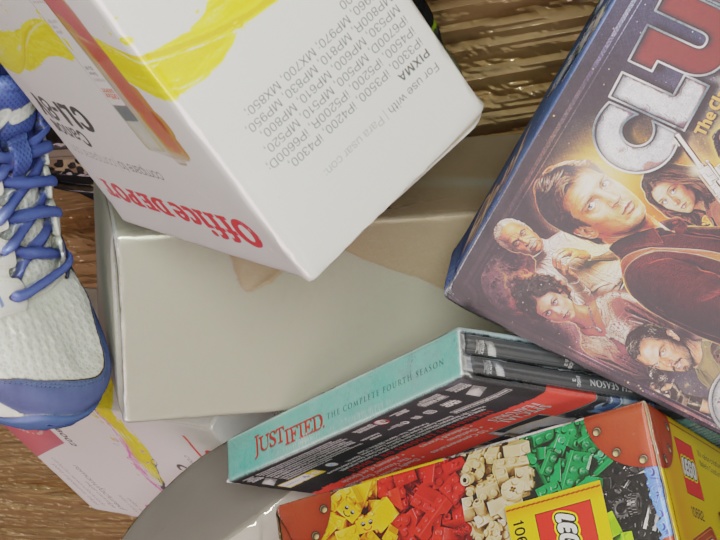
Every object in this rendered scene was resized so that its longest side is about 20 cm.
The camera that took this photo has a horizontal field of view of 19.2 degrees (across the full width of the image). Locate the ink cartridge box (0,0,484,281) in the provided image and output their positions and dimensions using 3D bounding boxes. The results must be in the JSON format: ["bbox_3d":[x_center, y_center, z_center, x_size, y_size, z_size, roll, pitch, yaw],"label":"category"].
[{"bbox_3d":[-0.073,-0.102,0.645,0.200,0.083,0.145,53,163,-26],"label":"ink cartridge box"}]

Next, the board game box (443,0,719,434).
[{"bbox_3d":[0.130,-0.044,0.684,0.135,0.035,0.200,26,122,-4],"label":"board game box"}]

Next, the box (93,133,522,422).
[{"bbox_3d":[0.000,0.000,0.825,0.200,0.078,0.095,-4,-158,-12],"label":"box"}]

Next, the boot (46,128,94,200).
[{"bbox_3d":[-0.109,-0.046,0.934,0.200,0.073,0.151,2,153,17],"label":"boot"}]

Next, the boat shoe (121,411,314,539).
[{"bbox_3d":[-0.002,0.101,0.905,0.093,0.200,0.075,58,176,-27],"label":"boat shoe"}]

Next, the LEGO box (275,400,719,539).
[{"bbox_3d":[0.081,0.123,0.822,0.149,0.077,0.200,-18,159,20],"label":"LEGO box"}]

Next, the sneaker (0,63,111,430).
[{"bbox_3d":[-0.140,-0.033,0.744,0.088,0.075,0.200,-24,107,33],"label":"sneaker"}]

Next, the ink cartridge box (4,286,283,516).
[{"bbox_3d":[-0.071,0.070,0.991,0.200,0.068,0.116,4,147,38],"label":"ink cartridge box"}]

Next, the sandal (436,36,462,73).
[{"bbox_3d":[-0.018,-0.130,0.706,0.080,0.057,0.201,28,162,43],"label":"sandal"}]

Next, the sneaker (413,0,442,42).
[{"bbox_3d":[-0.051,-0.103,0.792,0.200,0.074,0.081,31,171,-31],"label":"sneaker"}]

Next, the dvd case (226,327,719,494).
[{"bbox_3d":[0.070,0.064,0.818,0.200,0.022,0.146,11,154,-35],"label":"dvd case"}]
